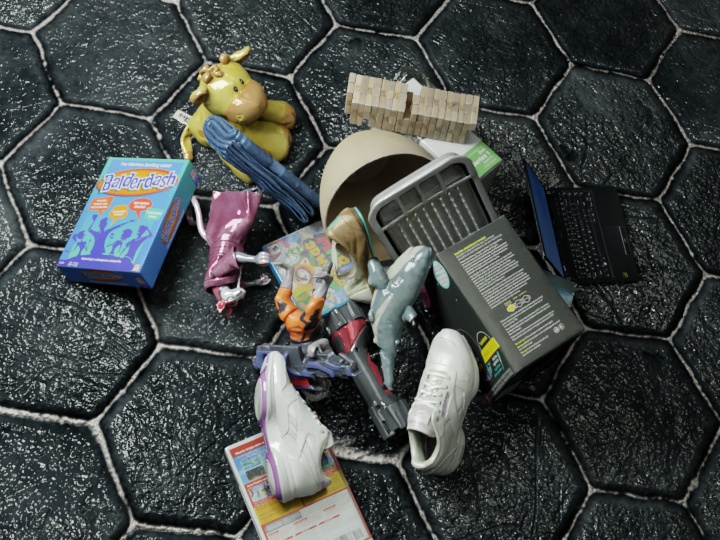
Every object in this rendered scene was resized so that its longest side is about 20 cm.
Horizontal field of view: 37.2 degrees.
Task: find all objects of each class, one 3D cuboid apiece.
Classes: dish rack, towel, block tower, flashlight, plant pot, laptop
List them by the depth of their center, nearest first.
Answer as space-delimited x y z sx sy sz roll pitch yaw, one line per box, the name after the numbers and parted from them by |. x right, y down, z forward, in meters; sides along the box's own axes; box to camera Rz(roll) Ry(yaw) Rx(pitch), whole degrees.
0.015 0.144 1.548 0.067 0.068 0.202 -32 74 3 | flashlight
0.106 -0.081 1.574 0.170 0.201 0.044 -31 46 3 | dish rack
0.075 -0.240 1.596 0.196 0.058 0.055 10 62 -1 | block tower
-0.149 -0.152 1.600 0.049 0.199 0.111 -52 38 1 | towel
0.020 -0.133 1.612 0.197 0.203 0.135 -12 45 -16 | plant pot
0.351 -0.079 1.699 0.196 0.104 0.180 -2 63 -11 | laptop

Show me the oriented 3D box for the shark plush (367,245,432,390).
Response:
0.048 0.062 1.504 0.082 0.091 0.203 4 68 40 | shark plush

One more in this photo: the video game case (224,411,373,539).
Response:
-0.085 0.309 1.466 0.141 0.018 0.202 -19 68 -19 | video game case

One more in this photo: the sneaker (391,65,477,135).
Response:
0.119 -0.265 1.781 0.074 0.079 0.200 -49 60 13 | sneaker

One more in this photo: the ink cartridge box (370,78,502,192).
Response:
0.111 -0.180 1.684 0.084 0.147 0.200 -38 75 -25 | ink cartridge box

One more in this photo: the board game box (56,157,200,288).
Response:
-0.339 -0.074 1.571 0.149 0.045 0.203 3 57 24 | board game box

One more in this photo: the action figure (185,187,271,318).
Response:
-0.198 -0.028 1.557 0.146 0.135 0.203 9 58 -4 | action figure

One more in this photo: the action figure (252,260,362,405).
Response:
-0.057 0.094 1.505 0.197 0.197 0.104 9 16 38 | action figure

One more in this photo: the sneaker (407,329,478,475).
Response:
0.111 0.183 1.475 0.074 0.099 0.204 3 86 33 | sneaker

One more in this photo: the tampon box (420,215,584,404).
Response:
0.195 0.058 1.530 0.125 0.150 0.202 -28 73 -18 | tampon box

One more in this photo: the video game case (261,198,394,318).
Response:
-0.034 -0.015 1.644 0.198 0.018 0.144 -25 69 -21 | video game case

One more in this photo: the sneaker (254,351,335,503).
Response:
-0.090 0.210 1.465 0.098 0.075 0.204 -7 78 -18 | sneaker

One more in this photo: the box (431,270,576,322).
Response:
0.222 0.048 1.646 0.197 0.038 0.138 22 61 2 | box

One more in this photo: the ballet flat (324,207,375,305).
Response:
0.000 0.000 1.565 0.072 0.202 0.068 -30 37 -5 | ballet flat

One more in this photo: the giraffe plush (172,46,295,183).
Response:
-0.196 -0.258 1.659 0.196 0.163 0.175 12 61 -4 | giraffe plush
